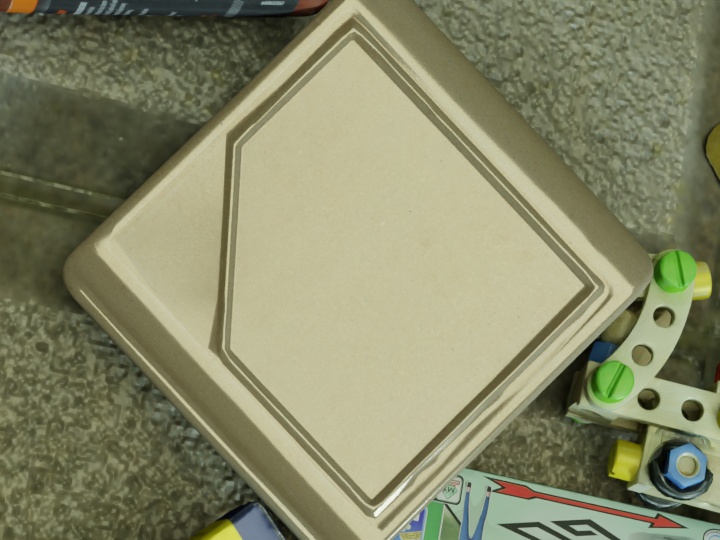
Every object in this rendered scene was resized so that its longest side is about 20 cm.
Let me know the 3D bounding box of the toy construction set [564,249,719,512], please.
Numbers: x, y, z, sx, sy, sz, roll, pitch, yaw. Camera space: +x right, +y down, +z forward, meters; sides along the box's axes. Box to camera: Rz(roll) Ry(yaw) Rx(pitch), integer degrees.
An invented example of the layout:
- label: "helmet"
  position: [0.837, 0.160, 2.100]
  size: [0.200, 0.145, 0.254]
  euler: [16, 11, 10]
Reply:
- label: "toy construction set"
  position: [0.177, 0.048, 0.910]
  size: [0.198, 0.092, 0.132]
  euler: [10, 75, 12]

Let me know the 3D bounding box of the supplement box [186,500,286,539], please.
- label: "supplement box"
  position: [-0.098, 0.193, 0.788]
  size: [0.199, 0.109, 0.110]
  euler: [-33, 87, -12]

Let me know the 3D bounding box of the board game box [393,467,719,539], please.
- label: "board game box"
  position: [0.070, 0.165, 0.905]
  size: [0.198, 0.029, 0.136]
  euler: [13, 78, -16]

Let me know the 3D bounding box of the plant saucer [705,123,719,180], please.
- label: "plant saucer"
  position: [0.300, -0.024, 0.996]
  size: [0.199, 0.048, 0.201]
  euler: [-28, 92, -19]

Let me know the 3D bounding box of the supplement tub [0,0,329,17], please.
- label: "supplement tub"
  position: [-0.109, -0.162, 0.850]
  size: [0.198, 0.107, 0.108]
  euler: [-2, 83, -18]

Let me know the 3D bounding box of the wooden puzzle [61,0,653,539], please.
- label: "wooden puzzle"
  position: [0.000, 0.000, 0.867]
  size: [0.200, 0.037, 0.185]
  euler: [-44, 90, -9]
